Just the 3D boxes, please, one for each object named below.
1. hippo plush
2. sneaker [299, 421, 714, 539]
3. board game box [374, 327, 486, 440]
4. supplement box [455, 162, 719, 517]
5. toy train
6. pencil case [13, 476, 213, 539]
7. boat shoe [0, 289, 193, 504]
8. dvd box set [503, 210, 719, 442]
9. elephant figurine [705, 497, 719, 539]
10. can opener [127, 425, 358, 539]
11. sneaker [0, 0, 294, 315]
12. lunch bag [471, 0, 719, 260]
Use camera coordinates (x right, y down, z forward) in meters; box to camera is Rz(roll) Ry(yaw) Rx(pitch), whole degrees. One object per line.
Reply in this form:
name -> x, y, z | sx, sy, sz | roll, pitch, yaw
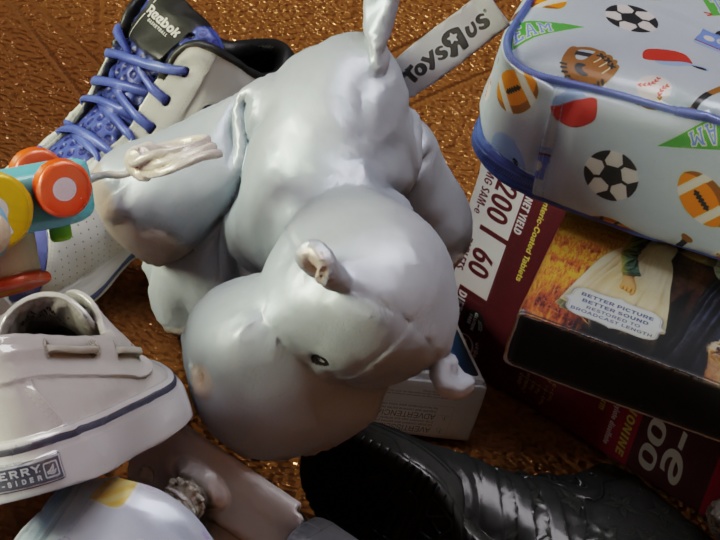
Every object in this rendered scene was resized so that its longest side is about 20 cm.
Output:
hippo plush -> 0.000, 0.000, 1.189 | 0.159, 0.200, 0.161 | 36, 24, -40
sneaker -> 0.077, 0.112, 1.221 | 0.199, 0.060, 0.104 | 32, 30, 13
board game box -> -0.028, 0.004, 1.371 | 0.126, 0.035, 0.200 | 8, 29, -20
supplement box -> 0.135, 0.029, 1.350 | 0.200, 0.109, 0.061 | 31, 32, 23
toy train -> -0.143, -0.005, 1.089 | 0.150, 0.056, 0.200 | -1, 11, 34
pencil case -> -0.118, 0.143, 1.001 | 0.091, 0.083, 0.200 | 56, 30, -3
boat shoe -> -0.113, 0.040, 1.094 | 0.072, 0.066, 0.200 | -14, 3, 12
dvd box set -> 0.156, 0.001, 1.273 | 0.146, 0.029, 0.200 | 21, 36, 8
elephant figurine -> 0.268, 0.131, 1.248 | 0.155, 0.142, 0.200 | -3, 13, 42
can opener -> -0.011, 0.120, 1.151 | 0.200, 0.053, 0.066 | 34, 30, 25
sneaker -> -0.106, -0.061, 1.306 | 0.199, 0.116, 0.081 | -21, 37, -25
lunch bag -> 0.158, -0.071, 1.282 | 0.199, 0.076, 0.160 | 20, 34, 9
